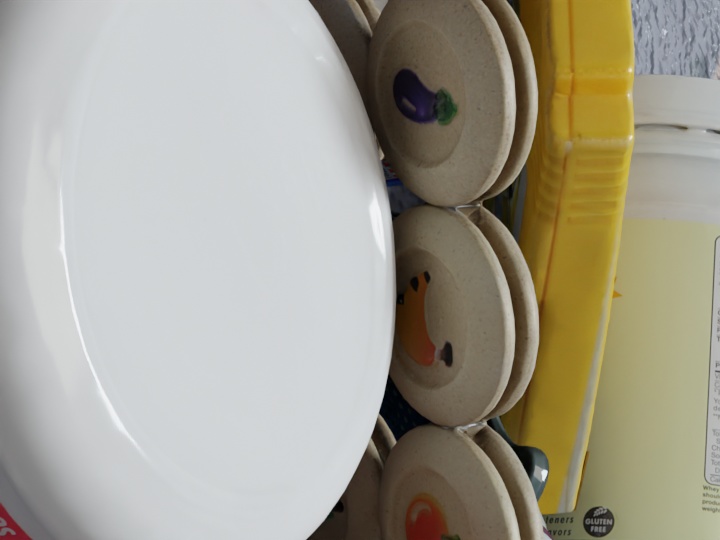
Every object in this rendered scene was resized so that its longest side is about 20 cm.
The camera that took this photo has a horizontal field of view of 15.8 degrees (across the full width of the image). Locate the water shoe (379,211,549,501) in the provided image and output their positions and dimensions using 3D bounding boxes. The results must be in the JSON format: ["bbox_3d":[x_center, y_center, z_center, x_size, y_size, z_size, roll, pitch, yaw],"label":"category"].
[{"bbox_3d":[0.000,0.000,0.786,0.071,0.079,0.200,-14,70,-37],"label":"water shoe"}]

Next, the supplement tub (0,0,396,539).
[{"bbox_3d":[-0.106,0.004,0.563,0.140,0.200,0.141,17,70,-55],"label":"supplement tub"}]

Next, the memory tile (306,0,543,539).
[{"bbox_3d":[-0.010,-0.020,0.606,0.017,0.153,0.201,-10,103,-34],"label":"memory tile"}]

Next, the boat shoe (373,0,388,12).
[{"bbox_3d":[-0.006,-0.099,0.754,0.200,0.073,0.065,-56,165,-66],"label":"boat shoe"}]

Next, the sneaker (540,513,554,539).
[{"bbox_3d":[-0.016,0.145,0.702,0.075,0.200,0.090,30,14,-16],"label":"sneaker"}]

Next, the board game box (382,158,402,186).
[{"bbox_3d":[0.000,-0.153,0.905,0.152,0.045,0.200,46,47,-43],"label":"board game box"}]

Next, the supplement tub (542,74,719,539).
[{"bbox_3d":[0.104,0.045,0.936,0.145,0.145,0.200,29,60,-52],"label":"supplement tub"}]

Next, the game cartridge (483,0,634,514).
[{"bbox_3d":[0.056,-0.051,0.791,0.200,0.032,0.177,90,0,-53],"label":"game cartridge"}]
